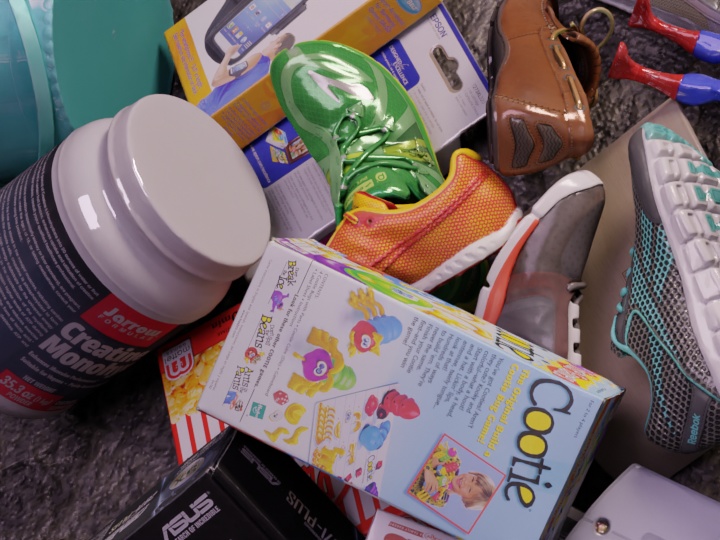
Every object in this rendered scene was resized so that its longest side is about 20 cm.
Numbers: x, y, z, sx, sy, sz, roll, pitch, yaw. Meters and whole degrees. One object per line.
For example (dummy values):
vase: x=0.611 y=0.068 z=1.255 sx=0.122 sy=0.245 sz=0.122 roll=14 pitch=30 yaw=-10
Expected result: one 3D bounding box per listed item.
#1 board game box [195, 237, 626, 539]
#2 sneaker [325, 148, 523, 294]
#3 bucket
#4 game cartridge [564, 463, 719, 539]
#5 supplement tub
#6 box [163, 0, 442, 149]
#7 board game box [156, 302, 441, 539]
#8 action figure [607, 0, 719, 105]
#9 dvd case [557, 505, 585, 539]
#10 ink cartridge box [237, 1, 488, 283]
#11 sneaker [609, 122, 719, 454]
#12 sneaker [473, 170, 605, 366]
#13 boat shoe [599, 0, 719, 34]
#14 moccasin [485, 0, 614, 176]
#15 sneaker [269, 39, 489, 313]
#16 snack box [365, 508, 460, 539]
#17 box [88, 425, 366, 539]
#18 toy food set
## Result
board game box: x=0.030 y=0.070 z=1.431 sx=0.200 sy=0.103 sz=0.105 roll=26 pitch=96 yaw=11
sneaker: x=0.000 y=0.000 z=1.527 sx=0.200 sy=0.073 sz=0.077 roll=-36 pitch=89 yaw=6
bucket: x=-0.221 y=-0.153 z=1.725 sx=0.135 sy=0.207 sz=0.208 roll=-1 pitch=68 yaw=22
game cartridge: x=0.151 y=0.215 z=1.434 sx=0.133 sy=0.040 sz=0.200 roll=26 pitch=81 yaw=9
supplement tub: x=-0.169 y=-0.008 z=1.641 sx=0.200 sy=0.140 sz=0.141 roll=-34 pitch=56 yaw=30
box: x=-0.031 y=-0.172 z=1.705 sx=0.200 sy=0.041 sz=0.119 roll=-37 pitch=38 yaw=11
board game box: x=-0.037 y=0.102 z=1.585 sx=0.151 sy=0.046 sz=0.200 roll=-30 pitch=51 yaw=18
action figure: x=0.247 y=-0.105 z=1.508 sx=0.200 sy=0.052 sz=0.066 roll=21 pitch=63 yaw=4
dvd case: x=0.079 y=0.198 z=1.512 sx=0.200 sy=0.025 sz=0.150 roll=24 pitch=81 yaw=33
ink cartridge box: x=-0.005 y=-0.078 z=1.671 sx=0.200 sy=0.037 sz=0.095 roll=-35 pitch=57 yaw=13
sneaker: x=0.171 y=0.012 z=1.448 sx=0.091 sy=0.078 sz=0.200 roll=-31 pitch=56 yaw=31
sneaker: x=0.107 y=0.042 z=1.502 sx=0.082 sy=0.077 sz=0.200 roll=27 pitch=97 yaw=18
boat shoe: x=0.207 y=-0.172 z=1.590 sx=0.202 sy=0.065 sz=0.074 roll=23 pitch=61 yaw=28
moccasin: x=0.115 y=-0.118 z=1.563 sx=0.078 sy=0.201 sz=0.074 roll=-2 pitch=110 yaw=4
sneaker: x=0.013 y=-0.060 z=1.590 sx=0.074 sy=0.084 sz=0.200 roll=-36 pitch=81 yaw=11
snack box: x=0.090 y=0.196 z=1.405 sx=0.200 sy=0.024 sz=0.072 roll=20 pitch=80 yaw=4
box: x=-0.089 y=0.209 z=1.489 sx=0.200 sy=0.086 sz=0.164 roll=-39 pitch=98 yaw=21
toy food set: x=0.175 y=0.011 z=1.531 sx=0.143 sy=0.060 sz=0.200 roll=-38 pitch=54 yaw=23
